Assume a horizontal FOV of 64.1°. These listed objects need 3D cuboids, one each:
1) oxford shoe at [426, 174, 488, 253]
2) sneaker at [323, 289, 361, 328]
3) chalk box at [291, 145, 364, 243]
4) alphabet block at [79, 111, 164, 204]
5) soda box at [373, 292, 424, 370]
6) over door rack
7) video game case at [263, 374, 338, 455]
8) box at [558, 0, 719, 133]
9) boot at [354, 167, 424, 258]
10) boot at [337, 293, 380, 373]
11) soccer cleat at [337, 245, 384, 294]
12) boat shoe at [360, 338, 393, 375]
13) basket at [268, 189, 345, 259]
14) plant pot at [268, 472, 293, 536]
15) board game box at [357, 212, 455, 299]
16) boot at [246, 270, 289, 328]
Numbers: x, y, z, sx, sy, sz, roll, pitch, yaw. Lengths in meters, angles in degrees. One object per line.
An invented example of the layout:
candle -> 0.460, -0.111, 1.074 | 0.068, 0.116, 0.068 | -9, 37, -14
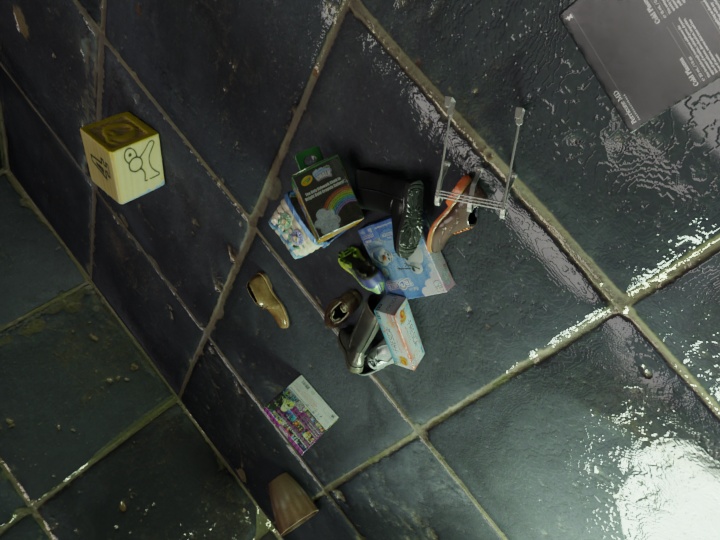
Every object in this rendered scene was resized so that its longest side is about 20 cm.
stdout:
oxford shoe -> 0.196, -0.098, 1.192 | 0.072, 0.071, 0.203 | 38, 138, 14
sneaker -> -0.070, 0.119, 1.622 | 0.071, 0.075, 0.200 | 49, 141, 6
chalk box -> -0.087, -0.185, 1.346 | 0.124, 0.122, 0.205 | 161, 86, -84
alphabet block -> -0.802, -0.385, 1.952 | 0.194, 0.194, 0.204 | 32, 136, 23
soda box -> 0.100, 0.155, 1.442 | 0.067, 0.064, 0.204 | 12, 137, 36
over door rack -> 0.221, -0.212, 1.070 | 0.143, 0.067, 0.207 | 13, 114, 20
video game case -> -0.198, 0.481, 1.931 | 0.200, 0.180, 0.036 | 45, 141, 11
box -> 0.406, -0.332, 0.774 | 0.203, 0.103, 0.181 | 57, 141, -2
boot -> 0.052, -0.133, 1.271 | 0.197, 0.064, 0.171 | 23, 107, 48
boot -> 0.000, 0.150, 1.564 | 0.183, 0.070, 0.205 | -120, 36, -52
soccer cleat -> -0.001, 0.001, 1.435 | 0.085, 0.064, 0.200 | 61, 170, -31
boat shoe -> 0.049, 0.246, 1.589 | 0.071, 0.071, 0.200 | 52, 142, 3
basket -> -0.122, -0.136, 1.462 | 0.199, 0.139, 0.178 | -40, 86, 17
plant pot -> -0.301, 0.964, 2.408 | 0.203, 0.183, 0.189 | 56, 144, 22
board game box -> 0.104, -0.034, 1.354 | 0.197, 0.043, 0.204 | -15, 106, 51
boot -> -0.302, 0.109, 1.865 | 0.073, 0.075, 0.204 | -20, 102, 49
